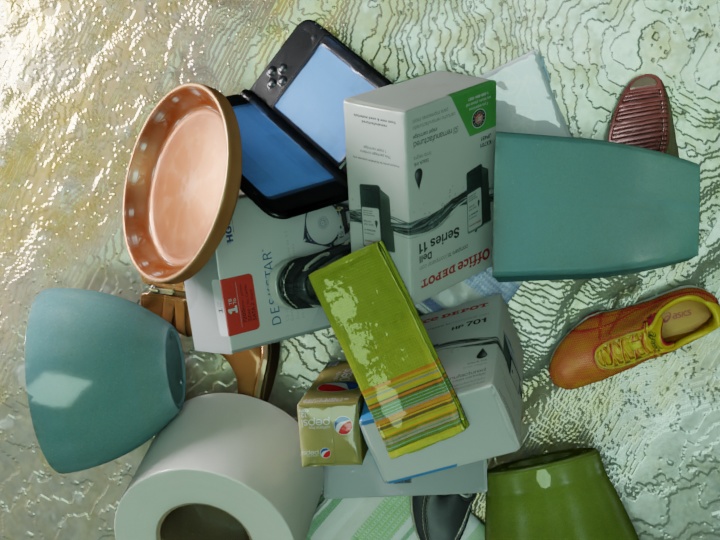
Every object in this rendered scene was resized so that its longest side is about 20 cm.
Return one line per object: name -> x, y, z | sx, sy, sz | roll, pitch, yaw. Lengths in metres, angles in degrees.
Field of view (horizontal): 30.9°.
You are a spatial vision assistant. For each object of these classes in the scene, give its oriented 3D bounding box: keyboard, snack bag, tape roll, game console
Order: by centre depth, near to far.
game console -> -0.068, -0.163, 1.353 | 0.200, 0.116, 0.176 | 43, 100, 29
snack bag -> 0.140, -0.114, 1.409 | 0.199, 0.021, 0.189 | -23, 97, 4
tape roll -> -0.150, 0.253, 1.418 | 0.202, 0.139, 0.203 | 5, 121, 9
keyboard -> 0.047, 0.221, 1.443 | 0.199, 0.011, 0.057 | -7, 80, 26

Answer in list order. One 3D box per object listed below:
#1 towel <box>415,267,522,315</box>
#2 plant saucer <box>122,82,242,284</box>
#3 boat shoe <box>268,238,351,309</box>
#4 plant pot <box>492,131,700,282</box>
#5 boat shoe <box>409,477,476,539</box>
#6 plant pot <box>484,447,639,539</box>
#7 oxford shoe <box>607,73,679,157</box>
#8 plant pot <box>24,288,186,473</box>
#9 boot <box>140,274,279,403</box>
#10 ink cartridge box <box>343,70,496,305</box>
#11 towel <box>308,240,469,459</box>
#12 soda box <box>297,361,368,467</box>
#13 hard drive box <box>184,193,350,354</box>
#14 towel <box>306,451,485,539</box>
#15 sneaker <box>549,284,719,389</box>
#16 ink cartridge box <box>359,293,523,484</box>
towel -> 0.124, -0.031, 1.444 | 0.147, 0.024, 0.200 | 38, 99, -2
plant saucer -> -0.174, -0.085, 1.292 | 0.032, 0.200, 0.201 | 11, 102, -37
boat shoe -> 0.000, 0.000, 1.360 | 0.200, 0.060, 0.076 | -23, 105, -36
plant pot -> 0.236, -0.060, 1.311 | 0.199, 0.141, 0.142 | 1, 87, 9
boat shoe -> 0.101, 0.222, 1.449 | 0.072, 0.063, 0.201 | 11, 91, -8
plant pot -> 0.217, 0.298, 1.413 | 0.200, 0.200, 0.194 | -13, 85, 6
oxford shoe -> 0.314, -0.109, 1.405 | 0.070, 0.075, 0.201 | 0, 85, 42
plant pot -> -0.264, 0.112, 1.407 | 0.134, 0.200, 0.201 | -7, 98, 5
boot -> -0.172, 0.064, 1.456 | 0.155, 0.077, 0.201 | 1, 102, 7
ink cartridge box -> 0.063, -0.083, 1.294 | 0.083, 0.146, 0.201 | 17, 120, 39
towel -> 0.026, 0.078, 1.255 | 0.086, 0.018, 0.201 | -25, 89, 16
soda box -> -0.018, 0.150, 1.391 | 0.064, 0.200, 0.068 | -3, 98, 9
hard drive box -> -0.086, -0.009, 1.380 | 0.199, 0.077, 0.157 | -14, 99, -37
towel -> 0.046, 0.306, 1.496 | 0.200, 0.031, 0.149 | 38, 100, -2
sneaker -> 0.295, 0.071, 1.418 | 0.200, 0.077, 0.073 | -29, 97, 10
ink cartridge box -> 0.090, 0.120, 1.363 | 0.146, 0.200, 0.086 | -17, 113, 16
